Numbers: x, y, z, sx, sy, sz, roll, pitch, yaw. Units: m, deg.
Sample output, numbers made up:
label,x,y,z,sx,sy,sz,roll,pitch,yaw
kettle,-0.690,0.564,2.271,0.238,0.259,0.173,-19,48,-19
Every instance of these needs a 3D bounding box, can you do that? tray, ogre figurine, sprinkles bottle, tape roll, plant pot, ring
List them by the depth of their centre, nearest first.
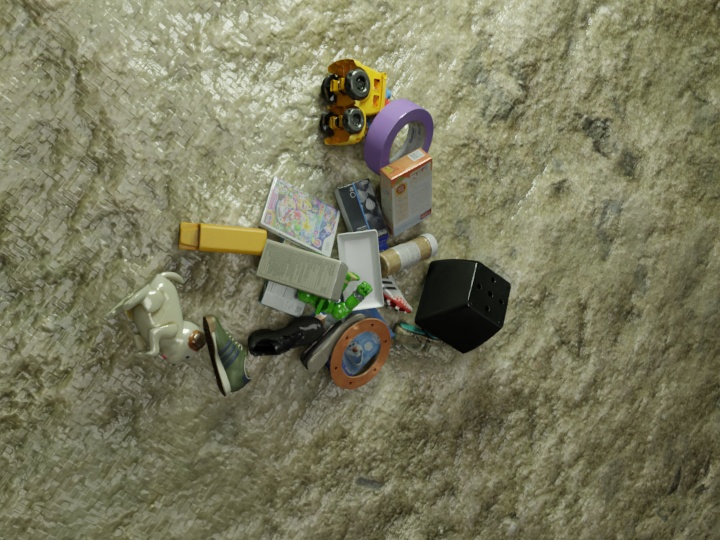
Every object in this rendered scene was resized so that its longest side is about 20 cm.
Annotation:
label,x,y,z,sx,sy,sz,roll,pitch,yaw
ogre figurine,-0.082,0.045,1.471,0.197,0.098,0.122,23,100,-18
tray,0.000,0.000,1.522,0.105,0.022,0.205,-7,103,-4
tape roll,0.100,-0.332,1.523,0.199,0.065,0.203,-34,143,-30
ring,-0.001,0.215,1.538,0.197,0.019,0.205,-19,123,-32
sprinkles bottle,0.121,-0.041,1.585,0.198,0.068,0.070,-23,104,-38
plant pot,0.294,0.084,1.609,0.198,0.176,0.203,32,61,-23

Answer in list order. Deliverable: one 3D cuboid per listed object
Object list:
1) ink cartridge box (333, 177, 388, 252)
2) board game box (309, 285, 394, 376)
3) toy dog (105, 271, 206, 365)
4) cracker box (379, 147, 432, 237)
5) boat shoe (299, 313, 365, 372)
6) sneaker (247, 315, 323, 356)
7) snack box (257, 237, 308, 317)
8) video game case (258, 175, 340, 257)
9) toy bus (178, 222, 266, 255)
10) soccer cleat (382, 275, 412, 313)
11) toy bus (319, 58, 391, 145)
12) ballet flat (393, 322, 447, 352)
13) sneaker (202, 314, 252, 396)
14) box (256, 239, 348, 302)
label,x,y,z,sx,sy,sz,roll,pitch,yaw
ink cartridge box,0.010,-0.131,1.553,0.098,0.039,0.204,-21,92,-21
board game box,-0.037,0.161,1.573,0.199,0.043,0.201,-42,109,-16
toy dog,-0.448,0.124,1.353,0.202,0.138,0.195,55,37,-16
cracker box,0.121,-0.201,1.550,0.132,0.058,0.202,-30,142,-20
boat shoe,-0.074,0.172,1.506,0.199,0.057,0.067,-42,132,-17
sneaker,-0.183,0.172,1.458,0.196,0.091,0.078,-19,102,-2
snack box,-0.172,0.005,1.503,0.114,0.037,0.204,22,85,-25
video game case,-0.148,-0.132,1.482,0.197,0.018,0.146,26,58,-24
toy bus,-0.328,-0.074,1.405,0.196,0.078,0.067,4,93,-24
soccer cleat,0.074,0.043,1.600,0.199,0.068,0.086,36,76,-18
toy bus,0.004,-0.414,1.510,0.189,0.134,0.205,1,96,-40
ballet flat,0.175,0.194,1.662,0.196,0.068,0.077,10,110,-28
sneaker,-0.319,0.196,1.443,0.088,0.067,0.205,-17,101,-29
box,-0.136,0.001,1.403,0.196,0.078,0.097,18,86,15
